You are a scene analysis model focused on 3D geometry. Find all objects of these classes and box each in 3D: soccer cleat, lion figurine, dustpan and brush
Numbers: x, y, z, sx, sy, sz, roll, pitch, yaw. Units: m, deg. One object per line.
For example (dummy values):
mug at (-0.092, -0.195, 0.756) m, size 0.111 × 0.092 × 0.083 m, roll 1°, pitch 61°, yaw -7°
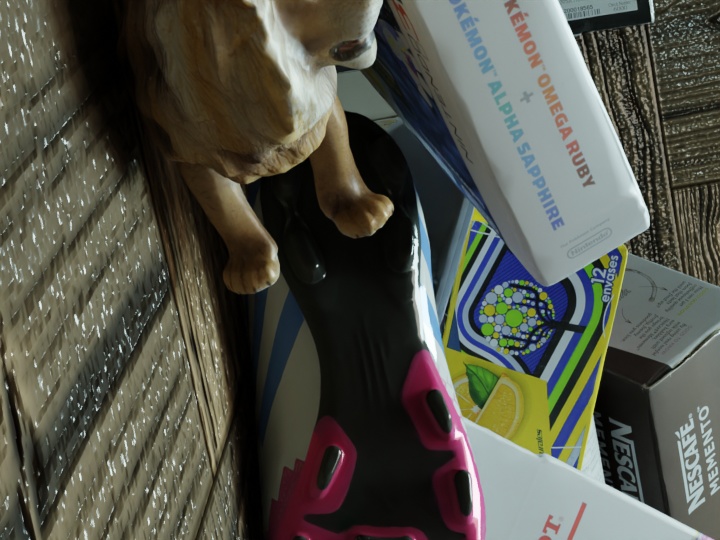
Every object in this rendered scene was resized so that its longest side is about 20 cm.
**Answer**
soccer cleat at (-0.001, 0.048, 0.731) m, size 0.086 × 0.069 × 0.201 m, roll 127°, pitch -40°, yaw -76°
lion figurine at (-0.038, -0.077, 0.651) m, size 0.200 × 0.072 × 0.123 m, roll -117°, pitch -176°, yaw -58°
dustpan and brush at (0.000, 0.000, 0.854) m, size 0.200 × 0.057 × 0.140 m, roll -85°, pitch -169°, yaw -81°

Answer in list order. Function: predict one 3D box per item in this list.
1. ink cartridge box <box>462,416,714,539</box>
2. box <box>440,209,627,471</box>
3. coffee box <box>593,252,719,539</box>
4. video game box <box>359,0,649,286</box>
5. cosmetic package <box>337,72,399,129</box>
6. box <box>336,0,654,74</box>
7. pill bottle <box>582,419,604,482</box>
ink cartridge box at (0.080, 0.141, 0.813) m, size 0.116 × 0.199 × 0.068 m, roll -65°, pitch -166°, yaw -11°
box at (0.051, 0.075, 0.882) m, size 0.070 × 0.064 × 0.201 m, roll -92°, pitch -168°, yaw -78°
coffee box at (0.095, 0.049, 1.081) m, size 0.200 × 0.080 × 0.113 m, roll 22°, pitch -44°, yaw 43°
video game box at (0.004, -0.115, 0.705) m, size 0.200 × 0.047 × 0.183 m, roll 54°, pitch -9°, yaw 54°
cosmetic package at (0.031, -0.097, 1.136) m, size 0.200 × 0.105 × 0.071 m, roll 33°, pitch 47°, yaw -81°
box at (0.035, -0.142, 0.955) m, size 0.200 × 0.159 × 0.050 m, roll -85°, pitch 164°, yaw -66°
pill bottle at (0.055, 0.104, 0.991) m, size 0.110 × 0.109 × 0.201 m, roll -85°, pitch 164°, yaw -70°
